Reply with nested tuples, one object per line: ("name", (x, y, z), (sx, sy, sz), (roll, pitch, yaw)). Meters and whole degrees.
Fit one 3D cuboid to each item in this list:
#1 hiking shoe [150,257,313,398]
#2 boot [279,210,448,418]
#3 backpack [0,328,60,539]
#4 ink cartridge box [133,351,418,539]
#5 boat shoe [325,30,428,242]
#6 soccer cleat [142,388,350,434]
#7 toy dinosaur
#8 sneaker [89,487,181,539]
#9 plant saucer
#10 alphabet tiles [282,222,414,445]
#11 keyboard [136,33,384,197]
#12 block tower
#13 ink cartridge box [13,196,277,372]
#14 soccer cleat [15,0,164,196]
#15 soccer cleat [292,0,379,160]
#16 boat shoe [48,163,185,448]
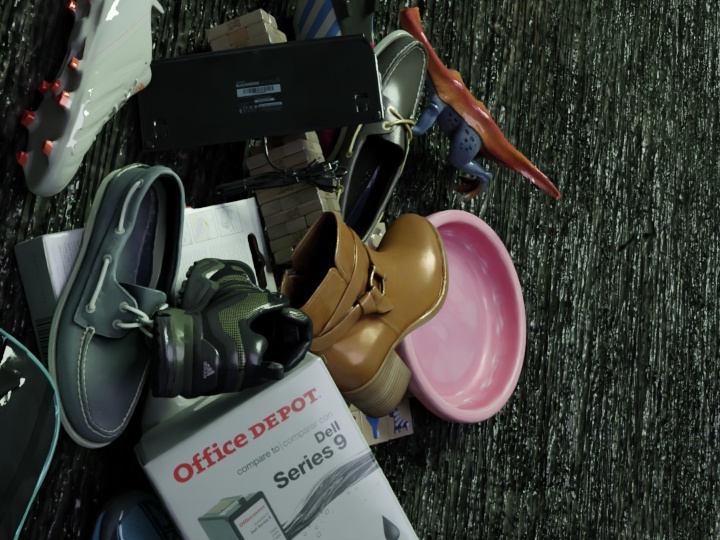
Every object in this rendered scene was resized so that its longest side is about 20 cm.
("hiking shoe", (-0.081, 0.045, 0.779), (0.200, 0.099, 0.077), (-76, 174, -73))
("boot", (0.000, 0.000, 0.911), (0.156, 0.076, 0.202), (53, 49, -43))
("backpack", (-0.281, 0.115, 0.654), (0.175, 0.152, 0.202), (37, 69, -36))
("ink cartridge box", (-0.052, 0.178, 0.797), (0.145, 0.084, 0.202), (-31, 99, -13))
("boat shoe", (0.015, -0.111, 0.982), (0.071, 0.060, 0.204), (25, 89, -45))
("soccer cleat", (-0.081, 0.099, 0.891), (0.198, 0.069, 0.079), (-9, 111, -42))
("toy dinosaur", (0.095, -0.166, 1.071), (0.183, 0.197, 0.106), (78, 19, -46))
("sneaker", (-0.128, 0.252, 0.817), (0.079, 0.095, 0.203), (-26, 101, -43))
("plant saucer", (0.086, 0.045, 1.080), (0.199, 0.050, 0.204), (11, 75, -46))
("alphabet tiles", (0.000, 0.059, 1.033), (0.165, 0.006, 0.204), (-6, 87, -44))
("keyboard", (-0.078, -0.117, 0.892), (0.196, 0.021, 0.129), (-7, 80, 0))
("block tower", (-0.068, -0.109, 0.933), (0.054, 0.057, 0.203), (-1, 75, -75))
("ink cartridge box", (-0.157, 0.013, 0.862), (0.198, 0.050, 0.111), (-16, 94, -45))
("soccer cleat", (-0.196, -0.140, 0.840), (0.077, 0.069, 0.203), (31, 60, -39))
("soccer cleat", (-0.024, -0.195, 1.016), (0.069, 0.086, 0.203), (-14, 116, -38))
("boat shoe", (-0.163, 0.021, 0.776), (0.072, 0.061, 0.203), (22, 70, -41))
